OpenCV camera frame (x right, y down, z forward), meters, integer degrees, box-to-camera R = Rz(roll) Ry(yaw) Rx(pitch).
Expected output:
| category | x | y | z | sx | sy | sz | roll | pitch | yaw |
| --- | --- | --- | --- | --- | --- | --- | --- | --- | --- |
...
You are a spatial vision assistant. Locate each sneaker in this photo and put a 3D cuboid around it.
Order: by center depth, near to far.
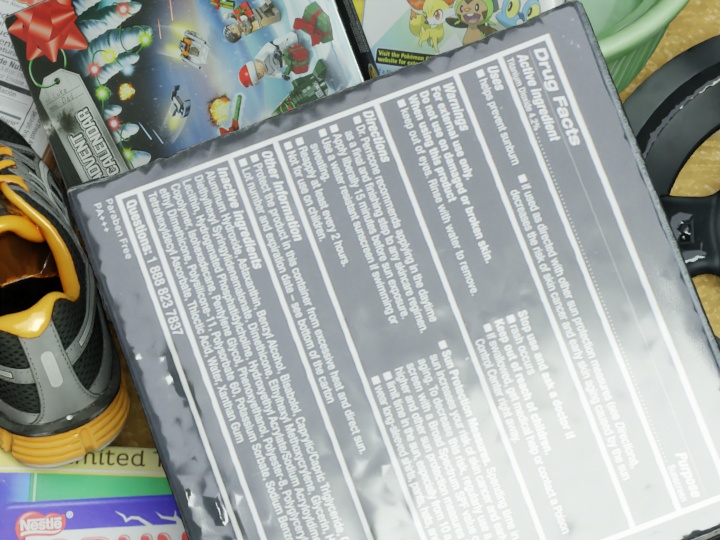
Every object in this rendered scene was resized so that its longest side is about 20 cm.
| category | x | y | z | sx | sy | sz | roll | pitch | yaw |
| --- | --- | --- | --- | --- | --- | --- | --- | --- | --- |
| sneaker | -0.150 | -0.015 | 0.970 | 0.078 | 0.077 | 0.200 | -26 | 53 | -13 |

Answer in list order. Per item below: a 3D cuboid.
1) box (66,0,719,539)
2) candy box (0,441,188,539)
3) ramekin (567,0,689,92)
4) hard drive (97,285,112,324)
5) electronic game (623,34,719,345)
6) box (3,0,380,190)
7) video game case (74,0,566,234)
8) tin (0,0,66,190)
| category | x | y | z | sx | sy | sz | roll | pitch | yaw |
| --- | --- | --- | --- | --- | --- | --- | --- | --- | --- |
| box | 0.023 | 0.037 | 0.877 | 0.198 | 0.123 | 0.201 | -20 | 80 | 0 |
| candy box | -0.079 | 0.174 | 0.947 | 0.168 | 0.077 | 0.201 | 2 | 66 | -2 |
| ramekin | 0.062 | -0.158 | 1.086 | 0.199 | 0.098 | 0.201 | 1 | 67 | -3 |
| hard drive | 0.000 | 0.000 | 1.038 | 0.199 | 0.025 | 0.132 | 23 | 73 | 12 |
| electronic game | 0.195 | -0.017 | 1.053 | 0.199 | 0.042 | 0.201 | -3 | 73 | 10 |
| box | -0.049 | -0.036 | 0.983 | 0.136 | 0.040 | 0.201 | -20 | 92 | 14 |
| video game case | -0.016 | -0.092 | 1.002 | 0.199 | 0.022 | 0.183 | 8 | 98 | 11 |
| tin | -0.184 | -0.057 | 1.060 | 0.112 | 0.042 | 0.201 | 22 | 67 | 1 |
